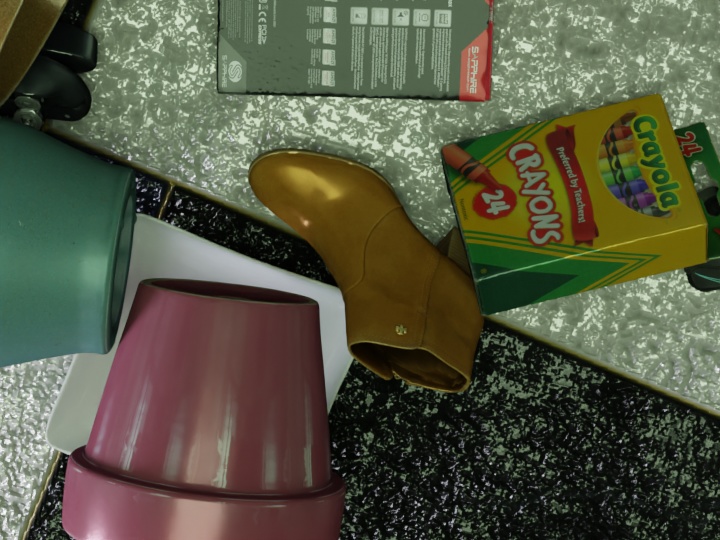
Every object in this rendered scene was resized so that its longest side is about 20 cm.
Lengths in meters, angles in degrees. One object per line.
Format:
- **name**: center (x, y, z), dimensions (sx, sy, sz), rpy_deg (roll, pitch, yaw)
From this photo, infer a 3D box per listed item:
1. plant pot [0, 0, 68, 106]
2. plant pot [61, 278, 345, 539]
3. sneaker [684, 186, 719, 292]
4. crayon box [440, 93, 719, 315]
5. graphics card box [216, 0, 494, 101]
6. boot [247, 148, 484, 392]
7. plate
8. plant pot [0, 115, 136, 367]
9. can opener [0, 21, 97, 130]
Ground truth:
- **plant pot**: center (-0.290, -0.232, 1.126), dimensions (0.200, 0.186, 0.186), rpy_deg (29, 102, -6)
- **plant pot**: center (-0.103, 0.102, 1.208), dimensions (0.200, 0.200, 0.179), rpy_deg (6, 95, -2)
- **sneaker**: center (0.337, -0.020, 1.284), dimensions (0.200, 0.075, 0.079), rpy_deg (2, 125, -1)
- **crayon box**: center (0.168, -0.053, 1.237), dimensions (0.200, 0.127, 0.051), rpy_deg (-14, 144, 2)
- **graphics card box**: center (-0.004, -0.187, 1.240), dimensions (0.200, 0.051, 0.126), rpy_deg (1, 104, -2)
- **boot**: center (0.000, 0.001, 1.234), dimensions (0.201, 0.144, 0.071), rpy_deg (25, 133, -9)
- **plate**: center (-0.117, 0.076, 1.312), dimensions (0.200, 0.032, 0.200), rpy_deg (21, 103, -6)
- **plant pot**: center (-0.257, -0.019, 1.203), dimensions (0.188, 0.200, 0.200), rpy_deg (7, 104, -4)
- **can opener**: center (-0.292, -0.143, 1.252), dimensions (0.200, 0.079, 0.063), rpy_deg (4, 143, 2)
